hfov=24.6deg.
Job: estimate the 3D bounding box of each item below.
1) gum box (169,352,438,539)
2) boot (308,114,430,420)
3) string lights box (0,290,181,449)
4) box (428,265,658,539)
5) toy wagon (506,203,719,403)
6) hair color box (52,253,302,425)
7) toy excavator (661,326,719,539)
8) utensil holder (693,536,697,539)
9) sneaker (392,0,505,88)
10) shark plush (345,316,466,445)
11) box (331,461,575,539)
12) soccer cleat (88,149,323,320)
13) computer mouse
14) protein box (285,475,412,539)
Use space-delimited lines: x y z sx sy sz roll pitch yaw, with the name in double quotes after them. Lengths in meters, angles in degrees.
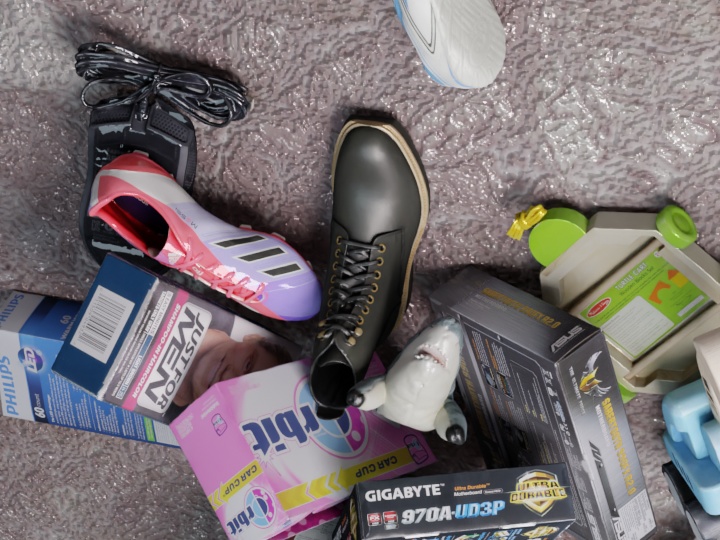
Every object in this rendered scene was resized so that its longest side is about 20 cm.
-0.037 0.132 1.275 0.066 0.199 0.114 -41 73 35 "gum box"
0.000 0.000 1.231 0.077 0.139 0.201 6 127 16 "boot"
-0.219 0.089 1.436 0.199 0.059 0.103 10 128 14 "string lights box"
0.140 0.110 1.267 0.158 0.048 0.201 28 145 52 "box"
0.197 0.012 1.230 0.200 0.040 0.155 39 129 -9 "toy wagon"
-0.138 0.068 1.285 0.060 0.100 0.200 25 177 35 "hair color box"
0.262 0.107 1.184 0.099 0.195 0.201 -24 109 2 "toy excavator"
0.361 0.303 1.310 0.169 0.170 0.201 -11 124 28 "utensil holder"
0.042 -0.215 1.102 0.072 0.072 0.201 12 127 47 "sneaker"
0.057 0.081 1.254 0.090 0.200 0.084 19 86 13 "shark plush"
0.065 0.198 1.263 0.158 0.046 0.200 -4 160 -7 "box"
-0.118 -0.014 1.249 0.200 0.077 0.067 36 123 -11 "soccer cleat"
-0.164 -0.084 1.292 0.138 0.053 0.201 16 122 -1 "computer mouse"
-0.017 0.308 1.432 0.134 0.200 0.199 13 129 11 "protein box"
